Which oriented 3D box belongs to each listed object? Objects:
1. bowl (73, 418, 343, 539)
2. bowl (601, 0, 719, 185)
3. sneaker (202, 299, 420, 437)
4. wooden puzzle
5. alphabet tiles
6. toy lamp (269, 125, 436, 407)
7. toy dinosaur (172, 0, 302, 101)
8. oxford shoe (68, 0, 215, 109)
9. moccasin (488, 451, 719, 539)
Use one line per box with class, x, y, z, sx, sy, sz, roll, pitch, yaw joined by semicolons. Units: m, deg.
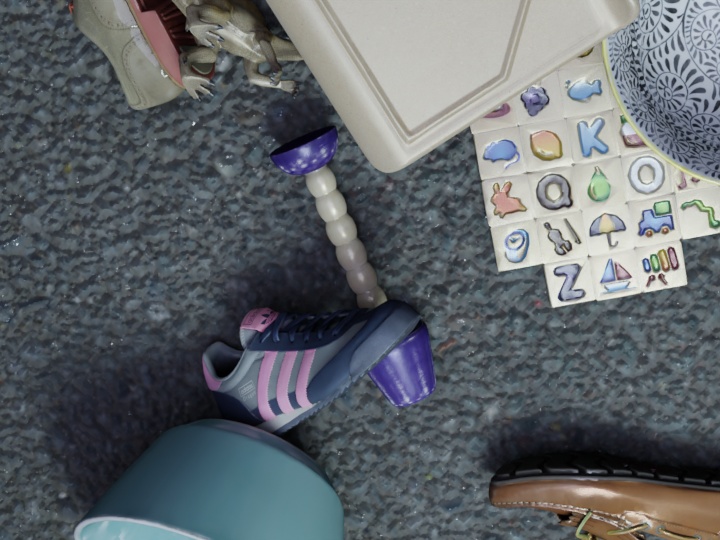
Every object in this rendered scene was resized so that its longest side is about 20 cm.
bowl;-0.090;0.178;1.192;0.199;0.201;0.106;23;61;-1
bowl;0.254;-0.155;1.106;0.198;0.094;0.203;0;94;5
sneaker;-0.043;0.055;1.167;0.199;0.070;0.082;-35;93;41
wooden puzzle;0.047;-0.185;1.051;0.199;0.037;0.186;-30;107;11
alphabet tiles;0.165;-0.078;1.185;0.165;0.006;0.202;-10;103;7
toy lamp;0.000;0.000;1.191;0.058;0.058;0.202;-22;102;9
toy dinosaur;-0.098;-0.167;1.132;0.199;0.102;0.058;29;126;-19
oxford shoe;-0.179;-0.202;1.150;0.074;0.070;0.201;-26;95;25
moccasin;0.190;0.175;1.216;0.199;0.074;0.079;7;97;-7
